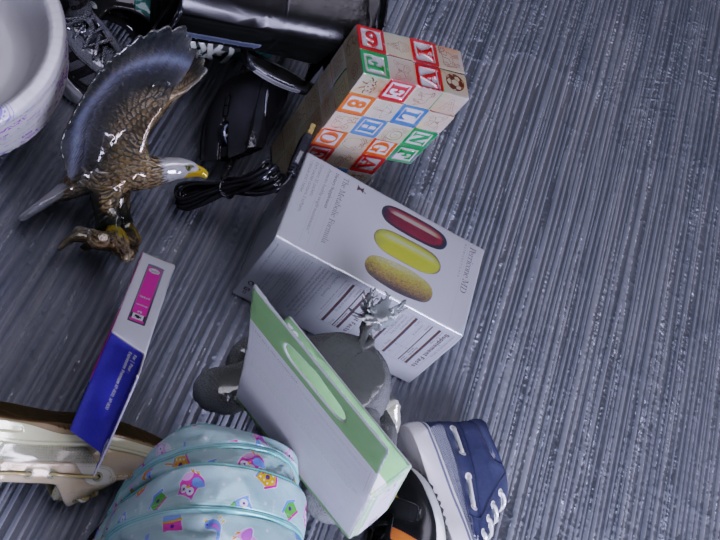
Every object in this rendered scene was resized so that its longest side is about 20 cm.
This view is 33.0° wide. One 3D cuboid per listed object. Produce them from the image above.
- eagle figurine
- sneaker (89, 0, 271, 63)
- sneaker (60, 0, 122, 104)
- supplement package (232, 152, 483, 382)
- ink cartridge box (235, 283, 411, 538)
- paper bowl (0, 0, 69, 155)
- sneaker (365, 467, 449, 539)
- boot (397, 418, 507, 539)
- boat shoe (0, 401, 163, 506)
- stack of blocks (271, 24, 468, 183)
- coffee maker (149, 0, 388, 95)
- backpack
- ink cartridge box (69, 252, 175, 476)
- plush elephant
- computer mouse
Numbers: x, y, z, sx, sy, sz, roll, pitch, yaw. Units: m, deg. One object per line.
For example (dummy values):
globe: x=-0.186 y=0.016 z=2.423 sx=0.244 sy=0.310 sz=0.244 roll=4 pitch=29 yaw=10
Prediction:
eagle figurine: x=-0.204 y=-0.113 z=1.075 sx=0.151 sy=0.151 sz=0.201 roll=0 pitch=97 yaw=-49
sneaker: x=-0.184 y=-0.245 z=1.245 sx=0.199 sy=0.071 sz=0.080 roll=21 pitch=68 yaw=-21
sneaker: x=-0.263 y=-0.229 z=1.151 sx=0.200 sy=0.114 sz=0.076 roll=36 pitch=50 yaw=-5
supplement package: x=0.000 y=0.000 z=1.164 sx=0.199 sy=0.110 sz=0.114 roll=27 pitch=52 yaw=-13
ink cartridge box: x=-0.025 y=0.095 z=0.856 sx=0.048 sy=0.200 sz=0.146 roll=-33 pitch=72 yaw=-25
paper bowl: x=-0.356 y=-0.185 z=1.056 sx=0.200 sy=0.104 sz=0.201 roll=4 pitch=68 yaw=-10
sneaker: x=0.025 y=0.258 z=1.042 sx=0.090 sy=0.070 sz=0.201 roll=8 pitch=60 yaw=-30
boot: x=0.102 y=0.226 z=1.104 sx=0.090 sy=0.073 sz=0.201 roll=-3 pitch=62 yaw=-25
boat shoe: x=-0.232 y=0.151 z=0.970 sx=0.199 sy=0.072 sz=0.065 roll=16 pitch=90 yaw=-35
stack of blocks: x=0.005 y=-0.145 z=1.198 sx=0.115 sy=0.200 sz=0.059 roll=9 pitch=57 yaw=-27
coffee maker: x=-0.083 y=-0.274 z=1.147 sx=0.199 sy=0.192 sz=0.135 roll=7 pitch=58 yaw=-24
backpack: x=-0.121 y=0.203 z=0.907 sx=0.166 sy=0.200 sz=0.127 roll=9 pitch=57 yaw=-24
ink cartridge box: x=-0.189 y=0.068 z=0.964 sx=0.037 sy=0.095 sz=0.200 roll=22 pitch=22 yaw=-12
plush elephant: x=-0.040 y=0.119 z=1.051 sx=0.164 sy=0.155 sz=0.200 roll=36 pitch=58 yaw=8
computer mouse: x=-0.102 y=-0.144 z=1.179 sx=0.046 sy=0.140 sz=0.200 roll=58 pitch=39 yaw=-36
